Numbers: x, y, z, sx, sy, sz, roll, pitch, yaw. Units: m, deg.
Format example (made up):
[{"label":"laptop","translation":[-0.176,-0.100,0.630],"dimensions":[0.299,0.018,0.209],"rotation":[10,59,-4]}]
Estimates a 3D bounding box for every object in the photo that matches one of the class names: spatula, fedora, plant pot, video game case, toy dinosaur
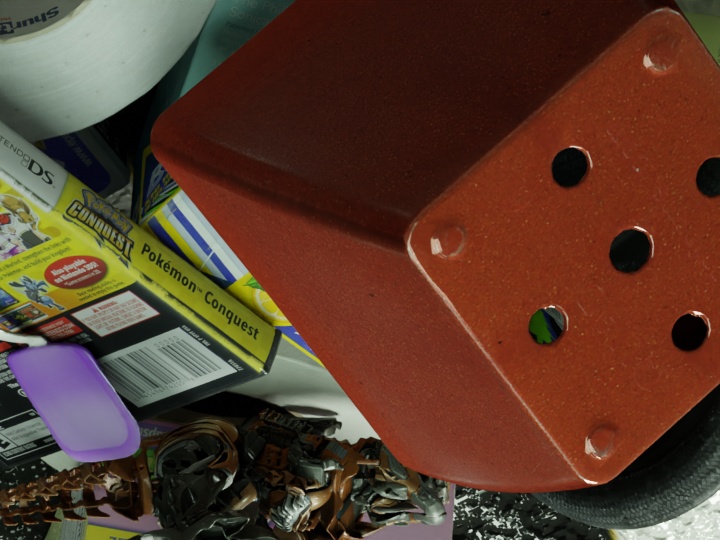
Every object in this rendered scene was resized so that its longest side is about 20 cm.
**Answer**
[{"label":"spatula","translation":[-0.164,0.016,1.211],"dimensions":[0.056,0.021,0.200],"rotation":[-8,138,42]},{"label":"fedora","translation":[0.144,0.027,1.345],"dimensions":[0.091,0.201,0.201],"rotation":[-3,135,-43]},{"label":"plant pot","translation":[0.071,-0.028,1.124],"dimensions":[0.200,0.176,0.200],"rotation":[-41,114,-7]},{"label":"video game case","translation":[-0.162,0.011,1.247],"dimensions":[0.181,0.026,0.200],"rotation":[38,143,-27]},{"label":"toy dinosaur","translation":[-0.062,0.112,1.276],"dimensions":[0.199,0.136,0.102],"rotation":[-18,123,15]}]

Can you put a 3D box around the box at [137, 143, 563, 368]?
[{"label":"box","translation":[0.000,0.000,1.248],"dimensions":[0.200,0.064,0.070],"rotation":[37,118,-24]}]

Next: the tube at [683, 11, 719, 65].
[{"label":"tube","translation":[0.208,-0.080,1.281],"dimensions":[0.199,0.052,0.058],"rotation":[10,151,8]}]

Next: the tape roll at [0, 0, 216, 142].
[{"label":"tape roll","translation":[-0.154,-0.154,1.178],"dimensions":[0.200,0.066,0.201],"rotation":[-6,118,-11]}]

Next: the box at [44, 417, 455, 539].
[{"label":"box","translation":[-0.066,0.163,1.407],"dimensions":[0.175,0.097,0.200],"rotation":[11,153,-10]}]

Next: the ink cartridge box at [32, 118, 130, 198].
[{"label":"ink cartridge box","translation":[-0.239,-0.068,1.280],"dimensions":[0.200,0.043,0.198],"rotation":[-30,121,12]}]

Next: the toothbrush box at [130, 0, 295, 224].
[{"label":"toothbrush box","translation":[-0.009,-0.089,1.274],"dimensions":[0.146,0.085,0.200],"rotation":[13,126,-11]}]

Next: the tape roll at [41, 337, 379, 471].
[{"label":"tape roll","translation":[-0.068,0.064,1.365],"dimensions":[0.202,0.037,0.203],"rotation":[6,152,3]}]
